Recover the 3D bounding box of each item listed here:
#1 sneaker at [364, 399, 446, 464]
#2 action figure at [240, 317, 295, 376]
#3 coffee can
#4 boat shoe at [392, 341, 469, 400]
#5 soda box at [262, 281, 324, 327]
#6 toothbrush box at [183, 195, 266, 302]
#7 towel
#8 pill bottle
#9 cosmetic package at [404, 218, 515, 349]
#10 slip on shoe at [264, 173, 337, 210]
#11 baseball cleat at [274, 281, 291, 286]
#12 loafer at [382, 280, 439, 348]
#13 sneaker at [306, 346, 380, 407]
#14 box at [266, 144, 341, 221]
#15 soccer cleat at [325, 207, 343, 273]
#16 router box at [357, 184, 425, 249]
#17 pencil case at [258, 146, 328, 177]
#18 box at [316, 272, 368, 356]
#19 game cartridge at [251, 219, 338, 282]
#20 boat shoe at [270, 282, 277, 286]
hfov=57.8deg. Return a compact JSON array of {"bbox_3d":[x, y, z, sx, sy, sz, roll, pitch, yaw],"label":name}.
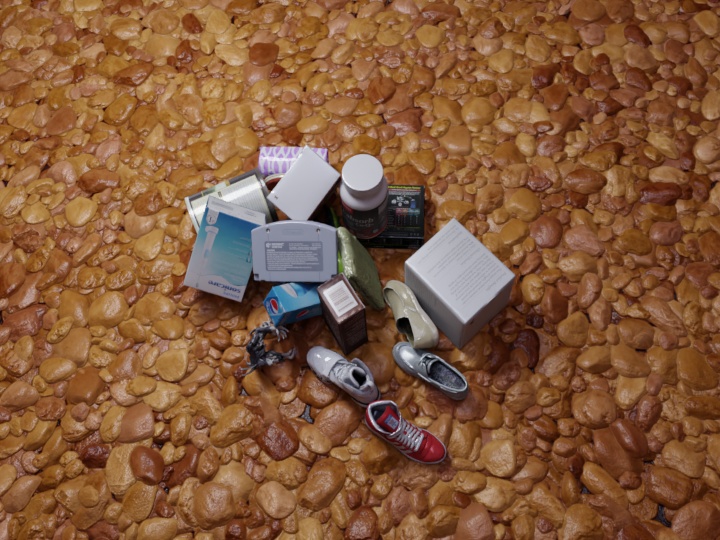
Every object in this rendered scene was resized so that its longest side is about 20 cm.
[{"bbox_3d":[0.094,0.344,1.390,0.196,0.113,0.072,25,68,14],"label":"sneaker"},{"bbox_3d":[-0.200,0.155,1.494,0.099,0.120,0.204,14,61,15],"label":"action figure"},{"bbox_3d":[-0.318,-0.150,1.622,0.196,0.147,0.149,-23,65,-8],"label":"coffee can"},{"bbox_3d":[0.160,0.216,1.469,0.198,0.072,0.071,31,69,16],"label":"boat shoe"},{"bbox_3d":[-0.121,0.064,1.493,0.197,0.064,0.069,-13,63,-43],"label":"soda box"},{"bbox_3d":[-0.316,-0.049,1.524,0.143,0.204,0.086,16,21,-15],"label":"toothbrush box"},{"bbox_3d":[0.000,0.000,1.513,0.036,0.200,0.152,-22,58,14],"label":"towel"},{"bbox_3d":[0.008,-0.171,1.516,0.112,0.201,0.119,-1,63,3],"label":"pill bottle"},{"bbox_3d":[0.222,0.032,1.500,0.166,0.167,0.200,-38,68,-14],"label":"cosmetic package"},{"bbox_3d":[-0.158,-0.202,1.684,0.194,0.074,0.063,14,69,4],"label":"slip on shoe"},{"bbox_3d":[-0.143,-0.024,1.563,0.107,0.070,0.200,45,54,3],"label":"baseball cleat"},{"bbox_3d":[0.104,0.101,1.505,0.067,0.077,0.201,-20,49,-25],"label":"loafer"},{"bbox_3d":[-0.040,0.221,1.453,0.197,0.116,0.076,33,70,17],"label":"sneaker"},{"bbox_3d":[-0.128,-0.193,1.551,0.106,0.200,0.153,38,93,-3],"label":"box"},{"bbox_3d":[-0.076,-0.063,1.618,0.079,0.068,0.205,-15,65,10],"label":"soccer cleat"},{"bbox_3d":[0.065,-0.137,1.644,0.193,0.062,0.154,2,66,4],"label":"router box"},{"bbox_3d":[-0.174,-0.278,1.709,0.193,0.086,0.086,3,60,5],"label":"pencil case"},{"bbox_3d":[-0.037,0.102,1.461,0.074,0.201,0.101,-29,66,-13],"label":"box"},{"bbox_3d":[-0.145,-0.043,1.453,0.193,0.041,0.138,1,106,7],"label":"game cartridge"},{"bbox_3d":[-0.207,-0.002,1.592,0.071,0.065,0.201,-21,65,-44],"label":"boat shoe"}]
